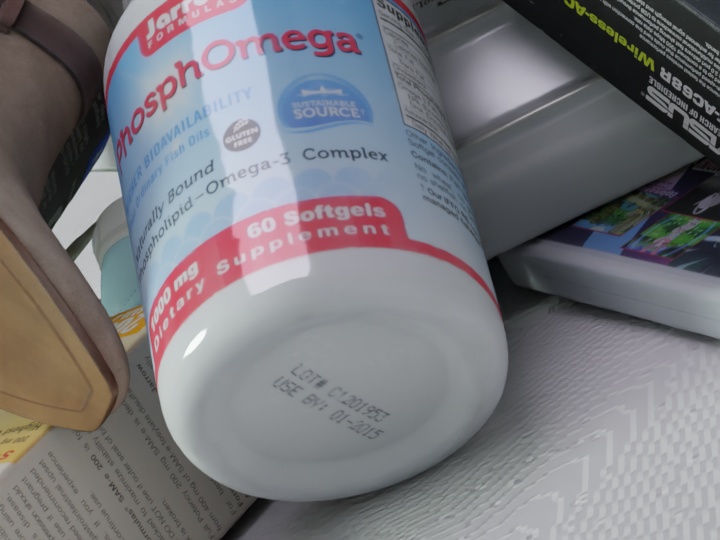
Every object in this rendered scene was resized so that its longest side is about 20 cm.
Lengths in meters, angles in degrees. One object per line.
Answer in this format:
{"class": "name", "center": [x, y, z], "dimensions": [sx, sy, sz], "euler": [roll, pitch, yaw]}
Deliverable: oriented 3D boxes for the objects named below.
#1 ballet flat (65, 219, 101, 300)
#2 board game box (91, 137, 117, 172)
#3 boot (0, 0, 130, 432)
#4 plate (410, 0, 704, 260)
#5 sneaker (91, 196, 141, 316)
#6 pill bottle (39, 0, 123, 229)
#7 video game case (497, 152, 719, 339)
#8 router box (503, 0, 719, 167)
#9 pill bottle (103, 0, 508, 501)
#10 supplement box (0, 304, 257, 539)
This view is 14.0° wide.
{"class": "ballet flat", "center": [-0.073, 0.004, 1.148], "dimensions": [0.200, 0.071, 0.069], "euler": [-31, 12, -2]}
{"class": "board game box", "center": [-0.032, -0.060, 1.231], "dimensions": [0.126, 0.035, 0.200], "euler": [-1, 1, -26]}
{"class": "boot", "center": [-0.124, -0.046, 0.958], "dimensions": [0.070, 0.200, 0.146], "euler": [-54, -7, 36]}
{"class": "plate", "center": [0.034, -0.096, 1.029], "dimensions": [0.199, 0.032, 0.201], "euler": [-26, 54, 17]}
{"class": "sneaker", "center": [0.000, 0.000, 1.067], "dimensions": [0.199, 0.074, 0.082], "euler": [-16, 60, 16]}
{"class": "pill bottle", "center": [-0.164, -0.053, 1.160], "dimensions": [0.114, 0.114, 0.200], "euler": [-20, 28, 35]}
{"class": "video game case", "center": [0.154, -0.041, 0.949], "dimensions": [0.182, 0.023, 0.200], "euler": [-34, 16, -13]}
{"class": "router box", "center": [0.105, -0.140, 0.963], "dimensions": [0.150, 0.200, 0.062], "euler": [-39, -26, -26]}
{"class": "pill bottle", "center": [-0.024, -0.035, 0.936], "dimensions": [0.108, 0.109, 0.201], "euler": [-27, 49, 15]}
{"class": "supplement box", "center": [-0.128, 0.097, 0.947], "dimensions": [0.126, 0.074, 0.200], "euler": [-19, 19, 41]}
